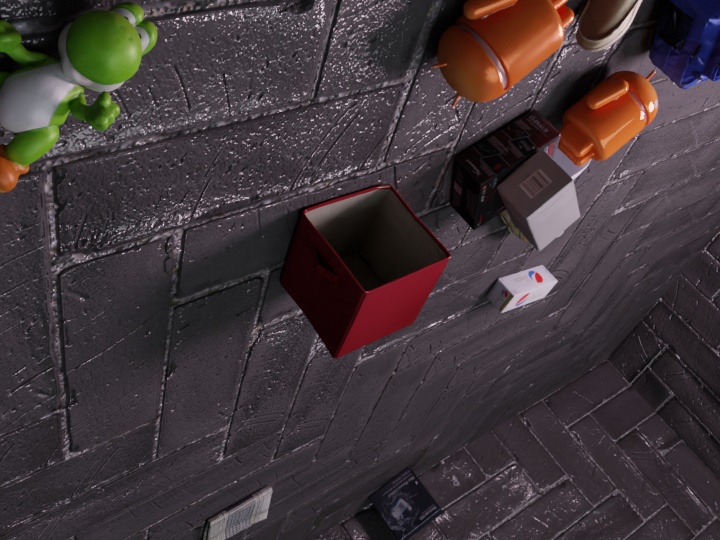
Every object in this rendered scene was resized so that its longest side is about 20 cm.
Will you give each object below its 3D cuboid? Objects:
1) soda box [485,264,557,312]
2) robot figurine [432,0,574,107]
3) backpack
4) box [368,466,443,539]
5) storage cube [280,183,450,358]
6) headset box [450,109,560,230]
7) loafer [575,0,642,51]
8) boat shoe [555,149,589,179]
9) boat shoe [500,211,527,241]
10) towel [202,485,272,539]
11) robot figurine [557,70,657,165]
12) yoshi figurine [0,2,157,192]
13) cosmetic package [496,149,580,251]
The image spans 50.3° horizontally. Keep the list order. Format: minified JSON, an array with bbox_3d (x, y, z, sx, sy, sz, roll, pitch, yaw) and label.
[{"bbox_3d":[0.417,0.046,1.973,0.200,0.064,0.068,-13,145,-42],"label":"soda box"},{"bbox_3d":[0.184,-0.305,1.011,0.200,0.117,0.144,-40,-177,-1],"label":"robot figurine"},{"bbox_3d":[0.607,-0.413,1.346,0.162,0.168,0.200,-27,157,-10],"label":"backpack"},{"bbox_3d":[0.172,0.882,2.881,0.197,0.200,0.117,-36,155,-7],"label":"box"},{"bbox_3d":[0.000,0.000,1.207,0.200,0.171,0.180,-22,152,-33],"label":"storage cube"},{"bbox_3d":[0.263,-0.183,1.366,0.200,0.075,0.149,-32,155,-15],"label":"headset box"},{"bbox_3d":[0.390,-0.424,1.146,0.200,0.076,0.068,-55,151,12],"label":"loafer"},{"bbox_3d":[0.390,-0.179,1.525,0.200,0.070,0.066,-55,173,-18],"label":"boat shoe"},{"bbox_3d":[0.336,-0.111,1.624,0.073,0.063,0.201,-57,159,9],"label":"boat shoe"},{"bbox_3d":[-0.328,0.666,2.039,0.192,0.035,0.200,-23,151,-32],"label":"towel"},{"bbox_3d":[0.452,-0.281,1.392,0.200,0.117,0.144,-39,117,1],"label":"robot figurine"},{"bbox_3d":[-0.263,-0.162,0.659,0.200,0.112,0.112,-40,149,-4],"label":"yoshi figurine"},{"bbox_3d":[0.321,-0.120,1.363,0.107,0.090,0.200,-40,159,3],"label":"cosmetic package"}]
